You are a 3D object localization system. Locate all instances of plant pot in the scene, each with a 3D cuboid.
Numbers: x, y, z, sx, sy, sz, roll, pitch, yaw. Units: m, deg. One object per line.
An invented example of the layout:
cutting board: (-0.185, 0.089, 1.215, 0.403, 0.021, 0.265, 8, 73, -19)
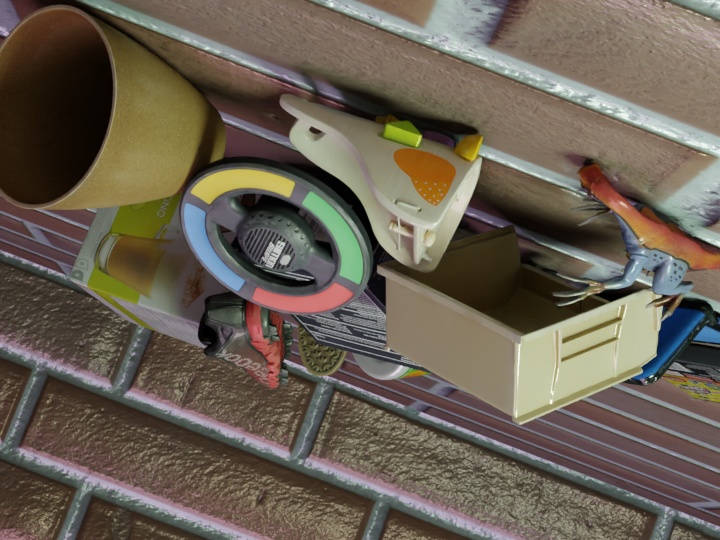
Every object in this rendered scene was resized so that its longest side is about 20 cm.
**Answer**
plant pot: (-0.227, -0.138, 1.357, 0.186, 0.187, 0.200, 13, -178, 38)

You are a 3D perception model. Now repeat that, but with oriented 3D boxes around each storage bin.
storage bin: (0.155, 0.043, 1.371, 0.198, 0.094, 0.200, -18, -152, -35)

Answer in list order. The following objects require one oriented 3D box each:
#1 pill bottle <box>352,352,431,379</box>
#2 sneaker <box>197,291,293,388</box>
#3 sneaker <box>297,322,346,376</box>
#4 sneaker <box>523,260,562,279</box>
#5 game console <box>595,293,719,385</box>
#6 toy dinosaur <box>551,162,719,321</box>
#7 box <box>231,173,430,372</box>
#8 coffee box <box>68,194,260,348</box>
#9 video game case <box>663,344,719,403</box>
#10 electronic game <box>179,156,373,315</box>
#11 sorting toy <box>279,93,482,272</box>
pill bottle: (0.091, 0.072, 1.771, 0.200, 0.111, 0.111, -4, -170, -44)
sneaker: (-0.129, 0.076, 1.593, 0.098, 0.071, 0.201, 1, 154, 6)
sneaker: (-0.040, 0.032, 1.750, 0.067, 0.201, 0.090, 0, 172, 2)
sneaker: (0.178, 0.041, 1.596, 0.069, 0.100, 0.200, 29, 165, -11)
game console: (0.317, 0.092, 1.566, 0.200, 0.171, 0.118, 4, 133, 57)
toy dinosaur: (0.251, -0.039, 1.238, 0.200, 0.105, 0.182, -16, 151, 2)
box: (0.000, 0.000, 1.563, 0.200, 0.123, 0.198, 12, 153, 41)
coffee box: (-0.199, -0.023, 1.738, 0.197, 0.200, 0.200, 18, 168, 16)
video game case: (0.449, 0.132, 1.743, 0.181, 0.026, 0.200, 30, 165, -40)
electronic game: (-0.083, -0.030, 1.380, 0.200, 0.042, 0.200, 14, 137, 13)
sorting toy: (0.010, -0.098, 1.271, 0.180, 0.107, 0.200, 28, 171, 7)
